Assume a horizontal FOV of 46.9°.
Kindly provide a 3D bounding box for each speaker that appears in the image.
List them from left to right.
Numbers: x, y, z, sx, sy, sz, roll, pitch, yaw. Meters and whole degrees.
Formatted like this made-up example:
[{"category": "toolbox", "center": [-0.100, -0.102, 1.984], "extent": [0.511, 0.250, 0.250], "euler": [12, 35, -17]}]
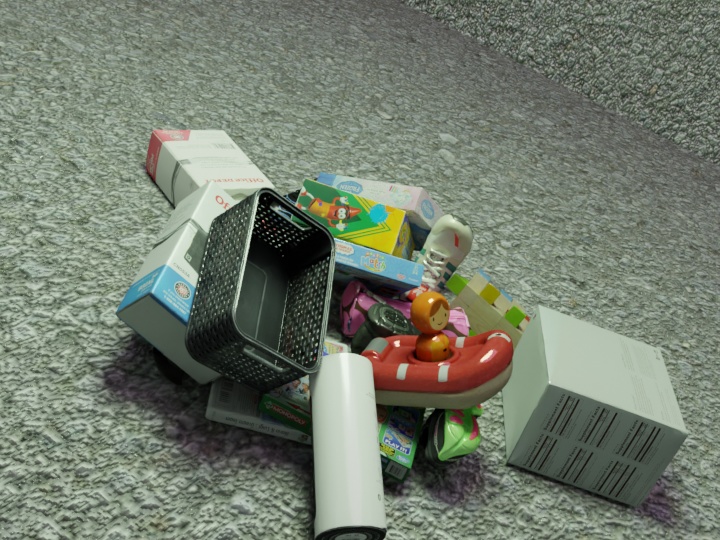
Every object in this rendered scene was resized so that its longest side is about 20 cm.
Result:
[{"category": "speaker", "center": [-0.016, 0.198, 0.931], "extent": [0.080, 0.081, 0.204], "euler": [9, 55, -20]}]

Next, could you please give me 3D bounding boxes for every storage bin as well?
[{"category": "storage bin", "center": [-0.113, 0.024, 0.979], "extent": [0.134, 0.093, 0.203], "euler": [34, 48, -34]}]

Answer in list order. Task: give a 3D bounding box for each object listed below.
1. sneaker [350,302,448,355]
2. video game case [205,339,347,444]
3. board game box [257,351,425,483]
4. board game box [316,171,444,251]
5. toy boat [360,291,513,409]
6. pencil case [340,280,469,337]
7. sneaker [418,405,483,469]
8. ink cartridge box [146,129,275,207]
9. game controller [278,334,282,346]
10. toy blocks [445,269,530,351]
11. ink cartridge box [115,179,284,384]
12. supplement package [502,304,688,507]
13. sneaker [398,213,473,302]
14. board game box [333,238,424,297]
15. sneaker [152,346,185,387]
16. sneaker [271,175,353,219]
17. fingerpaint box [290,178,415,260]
[{"category": "sneaker", "center": [0.072, 0.123, 1.182], "extent": [0.198, 0.091, 0.076], "euler": [31, 26, -19]}, {"category": "video game case", "center": [-0.103, 0.143, 1.092], "extent": [0.178, 0.024, 0.201], "euler": [16, 30, -11]}, {"category": "board game box", "center": [-0.018, 0.172, 1.048], "extent": [0.197, 0.029, 0.135], "euler": [27, 30, 0]}, {"category": "board game box", "center": [0.051, -0.089, 1.373], "extent": [0.196, 0.044, 0.200], "euler": [11, -15, 32]}, {"category": "toy boat", "center": [0.092, 0.091, 1.037], "extent": [0.196, 0.134, 0.130], "euler": [0, 16, 19]}, {"category": "pencil case", "center": [0.068, 0.075, 1.240], "extent": [0.196, 0.095, 0.092], "euler": [13, 41, -14]}, {"category": "sneaker", "center": [0.112, 0.197, 1.087], "extent": [0.077, 0.084, 0.200], "euler": [48, 14, 2]}, {"category": "ink cartridge box", "center": [-0.258, -0.157, 1.411], "extent": [0.144, 0.084, 0.200], "euler": [-6, 39, -39]}, {"category": "game controller", "center": [-0.120, 0.063, 1.128], "extent": [0.102, 0.043, 0.201], "euler": [6, 23, -13]}, {"category": "toy blocks", "center": [0.225, 0.077, 1.344], "extent": [0.200, 0.100, 0.136], "euler": [43, 20, 7]}, {"category": "ink cartridge box", "center": [-0.191, 0.012, 1.037], "extent": [0.145, 0.083, 0.202], "euler": [43, 42, -24]}, {"category": "supplement package", "center": [0.317, 0.187, 1.165], "extent": [0.196, 0.149, 0.192], "euler": [19, 30, -3]}, {"category": "sneaker", "center": [0.112, 0.004, 1.287], "extent": [0.069, 0.201, 0.094], "euler": [29, 47, -1]}, {"category": "board game box", "center": [0.000, 0.000, 1.259], "extent": [0.148, 0.037, 0.200], "euler": [16, -11, -9]}, {"category": "sneaker", "center": [-0.226, 0.065, 1.107], "extent": [0.103, 0.061, 0.200], "euler": [28, 34, 9]}, {"category": "sneaker", "center": [-0.087, -0.131, 1.485], "extent": [0.198, 0.079, 0.070], "euler": [-12, 43, -45]}, {"category": "fingerpaint box", "center": [-0.006, -0.057, 1.305], "extent": [0.164, 0.075, 0.200], "euler": [19, -9, 11]}]
